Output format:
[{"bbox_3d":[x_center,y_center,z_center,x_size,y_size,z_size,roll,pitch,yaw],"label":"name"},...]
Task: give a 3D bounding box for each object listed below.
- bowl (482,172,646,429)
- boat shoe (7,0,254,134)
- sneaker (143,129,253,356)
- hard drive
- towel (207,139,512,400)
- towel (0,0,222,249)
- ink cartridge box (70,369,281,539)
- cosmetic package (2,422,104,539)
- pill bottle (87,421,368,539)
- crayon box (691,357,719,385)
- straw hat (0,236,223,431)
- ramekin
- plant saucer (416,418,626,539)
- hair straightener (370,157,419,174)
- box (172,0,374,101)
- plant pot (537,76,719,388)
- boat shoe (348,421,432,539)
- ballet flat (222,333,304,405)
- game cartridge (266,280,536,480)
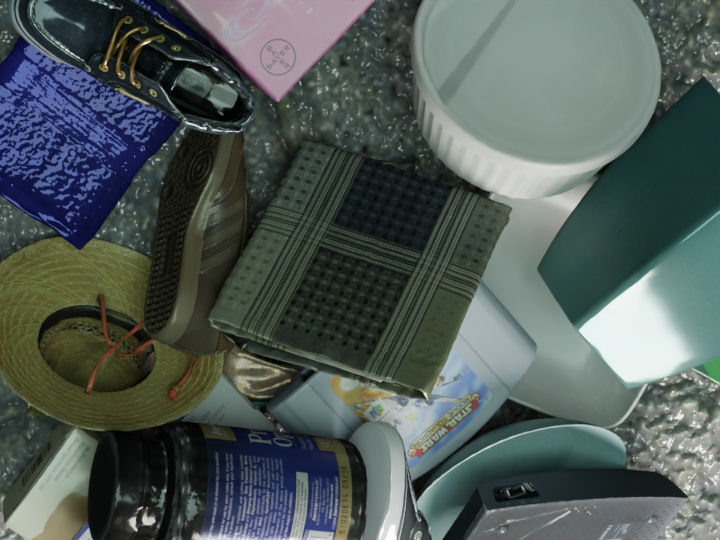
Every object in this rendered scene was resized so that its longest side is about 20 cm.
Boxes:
[{"bbox_3d":[0.166,0.012,1.691,0.199,0.075,0.201,23,97,-14],"label":"bowl"},{"bbox_3d":[-0.171,-0.168,1.537,0.199,0.091,0.071,23,97,-20],"label":"boat shoe"},{"bbox_3d":[-0.120,-0.029,1.623,0.075,0.070,0.201,25,71,-36],"label":"sneaker"},{"bbox_3d":[0.164,0.218,1.701,0.199,0.043,0.135,0,140,-27],"label":"hard drive"},{"bbox_3d":[0.000,0.000,1.578,0.191,0.035,0.201,19,57,14],"label":"towel"},{"bbox_3d":[-0.222,-0.136,1.607,0.147,0.050,0.200,38,92,-22],"label":"towel"},{"bbox_3d":[-0.112,0.220,1.624,0.200,0.047,0.198,45,70,-10],"label":"ink cartridge box"},{"bbox_3d":[-0.187,0.215,1.667,0.199,0.071,0.105,35,92,-15],"label":"cosmetic package"},{"bbox_3d":[-0.103,0.176,1.549,0.199,0.112,0.113,9,100,-21],"label":"pill bottle"},{"bbox_3d":[0.384,0.067,1.755,0.199,0.051,0.128,28,95,-15],"label":"crayon box"},{"bbox_3d":[-0.216,0.074,1.622,0.200,0.202,0.085,15,139,-13],"label":"straw hat"},{"bbox_3d":[0.131,-0.150,1.604,0.201,0.094,0.204,4,65,-9],"label":"ramekin"},{"bbox_3d":[0.125,0.175,1.695,0.200,0.039,0.202,-15,146,-11],"label":"plant saucer"},{"bbox_3d":[-0.025,-0.032,1.635,0.077,0.041,0.200,47,69,-8],"label":"hair straightener"},{"bbox_3d":[-0.079,-0.267,1.576,0.176,0.097,0.200,-45,105,0],"label":"box"},{"bbox_3d":[0.251,-0.014,1.583,0.200,0.142,0.141,-39,125,9],"label":"plant pot"},{"bbox_3d":[0.025,0.215,1.619,0.067,0.072,0.202,-8,104,-37],"label":"boat shoe"},{"bbox_3d":[-0.029,0.085,1.676,0.198,0.068,0.068,6,93,-13],"label":"ballet flat"},{"bbox_3d":[0.039,0.091,1.631,0.200,0.042,0.133,-41,104,5],"label":"game cartridge"}]
